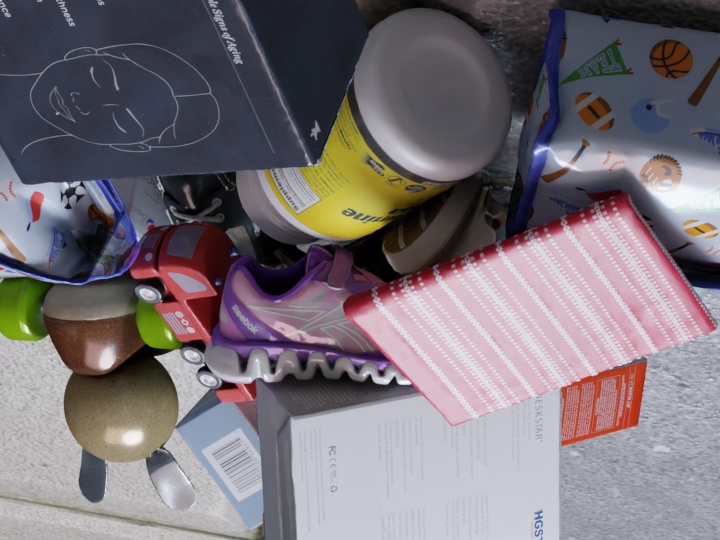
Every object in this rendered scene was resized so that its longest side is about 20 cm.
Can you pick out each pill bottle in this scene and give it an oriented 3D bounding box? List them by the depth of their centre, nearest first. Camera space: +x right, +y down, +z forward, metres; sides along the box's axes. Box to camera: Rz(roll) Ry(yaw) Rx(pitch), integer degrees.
[{"bbox_3d":[0.001,-0.085,1.427,0.112,0.113,0.200,21,154,-25],"label":"pill bottle"}]

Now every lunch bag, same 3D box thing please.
[{"bbox_3d":[0.183,-0.060,1.386,0.170,0.124,0.200,11,156,0],"label":"lunch bag"},{"bbox_3d":[-0.255,-0.070,1.482,0.200,0.124,0.170,30,-179,-27],"label":"lunch bag"}]

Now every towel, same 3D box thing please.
[{"bbox_3d":[0.105,0.026,1.365,0.200,0.023,0.145,-21,136,22],"label":"towel"}]

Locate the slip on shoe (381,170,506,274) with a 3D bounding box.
[{"bbox_3d":[0.063,-0.027,1.468,0.061,0.076,0.200,48,-169,-5],"label":"slip on shoe"}]

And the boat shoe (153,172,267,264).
[{"bbox_3d":[-0.107,-0.047,1.614,0.075,0.060,0.200,-2,154,24],"label":"boat shoe"}]

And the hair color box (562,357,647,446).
[{"bbox_3d":[0.119,0.096,1.699,0.200,0.061,0.101,-9,-157,-39],"label":"hair color box"}]

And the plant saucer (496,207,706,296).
[{"bbox_3d":[0.169,0.010,1.668,0.200,0.039,0.201,7,155,3],"label":"plant saucer"}]

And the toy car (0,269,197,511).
[{"bbox_3d":[-0.181,0.092,1.736,0.164,0.201,0.158,2,-166,27],"label":"toy car"}]

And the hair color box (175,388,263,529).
[{"bbox_3d":[-0.058,0.107,1.705,0.061,0.200,0.099,-31,99,29],"label":"hair color box"}]

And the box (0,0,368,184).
[{"bbox_3d":[-0.127,-0.162,1.230,0.196,0.124,0.200,-1,136,25],"label":"box"}]

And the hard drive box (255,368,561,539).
[{"bbox_3d":[0.036,0.137,1.509,0.199,0.156,0.077,-9,-157,-19],"label":"hard drive box"}]

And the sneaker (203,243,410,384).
[{"bbox_3d":[-0.007,0.026,1.463,0.200,0.089,0.081,0,-165,1],"label":"sneaker"}]

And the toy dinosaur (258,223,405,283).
[{"bbox_3d":[0.000,0.000,1.586,0.136,0.102,0.200,40,149,-16],"label":"toy dinosaur"}]

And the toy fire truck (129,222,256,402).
[{"bbox_3d":[-0.060,0.044,1.548,0.141,0.049,0.200,-7,131,32],"label":"toy fire truck"}]

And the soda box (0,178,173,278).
[{"bbox_3d":[-0.237,-0.040,1.666,0.200,0.068,0.064,-5,152,29],"label":"soda box"}]
